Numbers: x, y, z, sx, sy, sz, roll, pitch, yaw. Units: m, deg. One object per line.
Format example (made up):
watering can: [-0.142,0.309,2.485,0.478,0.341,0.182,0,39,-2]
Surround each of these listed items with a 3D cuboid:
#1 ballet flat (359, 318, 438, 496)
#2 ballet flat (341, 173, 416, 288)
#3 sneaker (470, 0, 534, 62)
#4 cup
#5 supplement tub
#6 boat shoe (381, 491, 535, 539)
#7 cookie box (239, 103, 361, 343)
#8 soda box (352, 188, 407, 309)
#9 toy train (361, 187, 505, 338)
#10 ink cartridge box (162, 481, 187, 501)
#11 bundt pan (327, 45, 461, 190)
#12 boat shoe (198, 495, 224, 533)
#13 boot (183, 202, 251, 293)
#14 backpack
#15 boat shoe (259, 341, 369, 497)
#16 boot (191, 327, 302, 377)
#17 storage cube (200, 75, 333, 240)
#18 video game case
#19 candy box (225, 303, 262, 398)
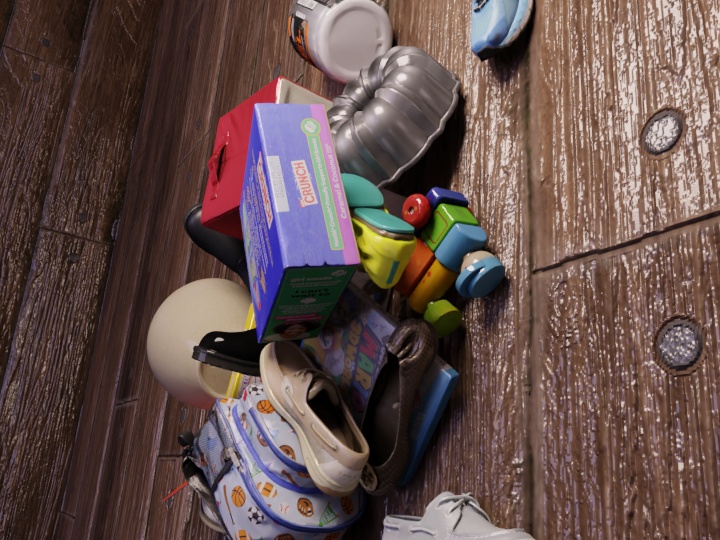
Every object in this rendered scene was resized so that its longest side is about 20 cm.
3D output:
ballet flat: [0.026,0.140,0.644,0.067,0.046,0.203,34,118,37]
ballet flat: [0.001,-0.041,0.656,0.200,0.065,0.068,-126,41,-61]
sneaker: [0.132,-0.323,0.702,0.078,0.089,0.204,-18,62,56]
cup: [-0.208,0.125,0.968,0.143,0.197,0.204,20,94,63]
supplement tub: [-0.039,-0.363,0.983,0.124,0.121,0.200,-65,30,17]
boat shoe: [0.075,0.232,0.569,0.200,0.069,0.073,-37,50,51]
cookie box: [-0.072,-0.039,0.666,0.200,0.074,0.174,121,140,-62]
soda box: [0.000,0.000,0.805,0.063,0.067,0.204,9,85,59]
toy train: [0.063,0.025,0.685,0.201,0.084,0.117,-57,48,29]
ink cartridge box: [-0.204,0.248,0.958,0.044,0.173,0.200,53,134,5]
bundt pan: [0.020,-0.187,0.779,0.201,0.076,0.204,-38,29,25]
boat shoe: [-0.215,0.341,1.015,0.199,0.073,0.070,15,95,61]
boot: [-0.173,-0.016,0.994,0.077,0.200,0.168,-49,29,-1]
backpack: [-0.081,0.229,0.744,0.155,0.197,0.192,-55,48,32]
boat shoe: [-0.048,0.137,0.691,0.066,0.071,0.201,-62,42,28]
boot: [-0.107,0.055,0.830,0.079,0.208,0.161,-6,76,55]
storage cube: [-0.100,-0.135,0.917,0.178,0.198,0.175,-11,66,51]
video game case: [0.007,0.110,0.705,0.199,0.018,0.145,39,120,35]
candy box: [-0.128,0.154,0.893,0.026,0.101,0.204,-27,45,52]
